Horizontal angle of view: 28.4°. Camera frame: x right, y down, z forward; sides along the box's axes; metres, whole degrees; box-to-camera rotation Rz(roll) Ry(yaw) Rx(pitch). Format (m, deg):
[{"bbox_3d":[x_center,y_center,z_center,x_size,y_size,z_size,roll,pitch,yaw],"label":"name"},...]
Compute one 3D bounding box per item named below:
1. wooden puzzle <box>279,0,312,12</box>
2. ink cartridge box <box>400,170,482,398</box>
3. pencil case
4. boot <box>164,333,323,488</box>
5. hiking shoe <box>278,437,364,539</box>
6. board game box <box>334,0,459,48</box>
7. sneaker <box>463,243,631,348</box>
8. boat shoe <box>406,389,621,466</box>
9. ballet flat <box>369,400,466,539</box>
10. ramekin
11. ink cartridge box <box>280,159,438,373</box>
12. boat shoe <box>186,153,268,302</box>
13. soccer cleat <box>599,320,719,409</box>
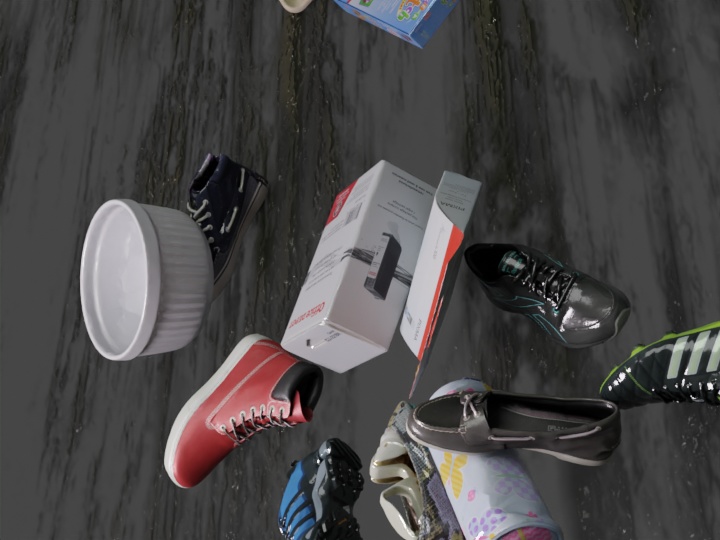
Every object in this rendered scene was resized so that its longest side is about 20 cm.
[{"bbox_3d":[-0.062,-0.488,2.088,0.200,0.037,0.185,-42,40,11],"label":"wooden puzzle"},{"bbox_3d":[0.070,0.011,1.441,0.200,0.047,0.161,-60,-13,-61],"label":"ink cartridge box"},{"bbox_3d":[0.122,0.196,1.351,0.084,0.090,0.201,-61,31,30],"label":"pencil case"},{"bbox_3d":[-0.130,0.176,1.622,0.144,0.072,0.201,25,76,48],"label":"boot"},{"bbox_3d":[-0.046,0.273,1.474,0.086,0.074,0.201,-31,33,34],"label":"hiking shoe"},{"bbox_3d":[0.065,-0.387,1.888,0.152,0.037,0.200,-52,39,0],"label":"board game box"},{"bbox_3d":[0.181,0.021,1.432,0.199,0.079,0.076,18,74,48],"label":"sneaker"},{"bbox_3d":[0.143,0.134,1.315,0.198,0.057,0.067,6,40,1],"label":"boat shoe"},{"bbox_3d":[0.047,0.207,1.416,0.072,0.072,0.201,-38,42,15],"label":"ballet flat"},{"bbox_3d":[-0.267,0.011,1.799,0.199,0.104,0.202,-1,88,55],"label":"ramekin"},{"bbox_3d":[0.000,0.000,1.578,0.144,0.083,0.201,-32,34,64],"label":"ink cartridge box"},{"bbox_3d":[-0.199,-0.056,1.844,0.074,0.093,0.201,3,64,44],"label":"boat shoe"},{"bbox_3d":[0.306,0.091,1.273,0.199,0.067,0.082,-28,56,25],"label":"soccer cleat"}]
